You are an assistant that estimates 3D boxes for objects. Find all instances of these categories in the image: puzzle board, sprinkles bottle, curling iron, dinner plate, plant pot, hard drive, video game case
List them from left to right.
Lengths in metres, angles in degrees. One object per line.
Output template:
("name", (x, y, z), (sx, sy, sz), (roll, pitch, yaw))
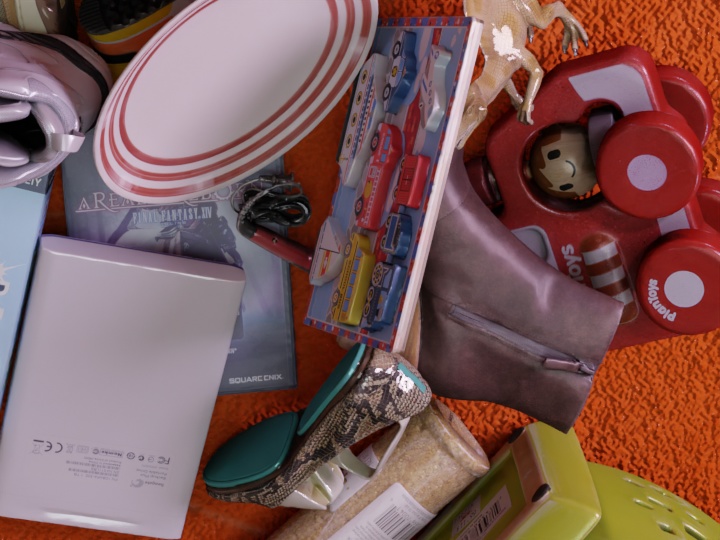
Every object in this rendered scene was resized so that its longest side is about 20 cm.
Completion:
("hard drive", (-0.160, 0.078, 1.497), (0.132, 0.025, 0.200), (9, 117, -13))
("video game case", (-0.117, -0.012, 1.496), (0.142, 0.019, 0.201), (-5, 111, -5))
("dinner plate", (-0.077, -0.117, 1.385), (0.200, 0.200, 0.024), (-42, 66, 9))
("sprinkles bottle", (-0.007, 0.172, 1.547), (0.200, 0.068, 0.068), (-42, 109, 8))
("curling iron", (0.000, 0.000, 1.497), (0.200, 0.026, 0.050), (35, 104, -24))
("puzzle board", (0.013, -0.056, 1.397), (0.017, 0.151, 0.201), (14, 90, -23))
("plant pot", (0.135, 0.226, 1.519), (0.181, 0.199, 0.200), (40, 101, -12))

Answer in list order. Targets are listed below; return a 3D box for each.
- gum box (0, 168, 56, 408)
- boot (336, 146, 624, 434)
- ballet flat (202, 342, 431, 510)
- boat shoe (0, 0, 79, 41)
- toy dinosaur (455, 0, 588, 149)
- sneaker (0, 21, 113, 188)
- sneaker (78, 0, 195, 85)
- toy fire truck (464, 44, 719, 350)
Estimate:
("gum box", (-0.292, -0.008, 1.456), (0.169, 0.045, 0.201), (14, 108, -4))
("boot", (0.088, -0.008, 1.451), (0.166, 0.072, 0.201), (18, 109, 2))
("ballet flat", (-0.024, 0.114, 1.485), (0.075, 0.068, 0.200), (37, 134, -15))
("boat shoe", (-0.221, -0.200, 1.394), (0.076, 0.072, 0.201), (-2, 110, 7))
("toy dinosaur", (0.090, -0.162, 1.413), (0.058, 0.201, 0.101), (-13, 154, 33))
("sneaker", (-0.247, -0.105, 1.344), (0.199, 0.115, 0.075), (9, 113, -4))
("sneaker", (-0.070, -0.162, 1.431), (0.200, 0.070, 0.090), (-20, 133, -3))
("toy fire truck", (0.152, -0.036, 1.479), (0.167, 0.112, 0.200), (-15, 111, 19))
